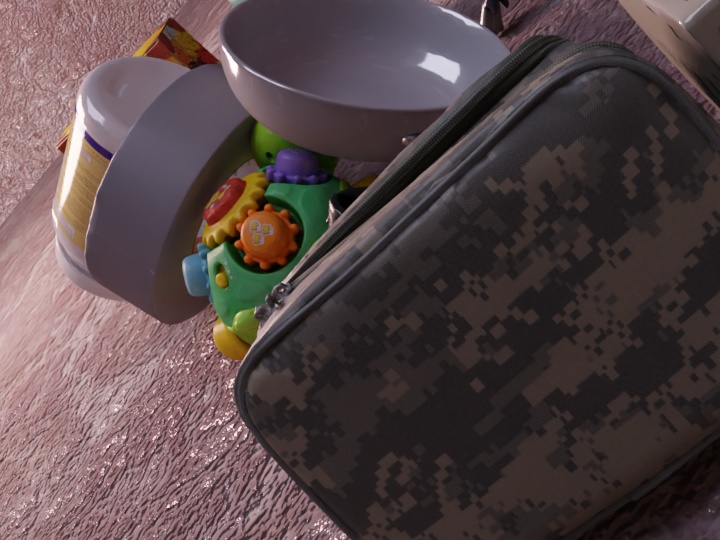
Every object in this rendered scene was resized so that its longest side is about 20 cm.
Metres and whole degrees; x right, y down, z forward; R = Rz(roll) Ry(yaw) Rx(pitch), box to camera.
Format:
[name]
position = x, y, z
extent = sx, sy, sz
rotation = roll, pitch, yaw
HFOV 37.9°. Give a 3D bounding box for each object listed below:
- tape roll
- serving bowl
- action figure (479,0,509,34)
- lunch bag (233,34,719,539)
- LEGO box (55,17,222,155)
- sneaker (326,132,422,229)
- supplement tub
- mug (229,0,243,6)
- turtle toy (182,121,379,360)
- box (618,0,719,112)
[tape roll]
position = -0.128, -0.059, 0.829
extent = 0.200, 0.066, 0.200
rotation = -55, -13, -20
[serving bowl]
position = 0.001, -0.128, 0.720
extent = 0.200, 0.200, 0.066
rotation = -84, 3, -55
[action figure]
position = 0.091, -0.245, 0.817
extent = 0.200, 0.102, 0.119
rotation = -4, 34, 25
[lunch bag]
position = 0.058, 0.009, 0.420
extent = 0.200, 0.139, 0.168
rotation = -43, 6, 14
[LEGO box]
position = -0.244, -0.178, 1.270
extent = 0.200, 0.149, 0.077
rotation = -39, 24, 23
[sneaker]
position = 0.000, 0.000, 0.593
extent = 0.200, 0.087, 0.074
rotation = -45, 22, 12
[supplement tub]
position = -0.209, -0.082, 0.986
extent = 0.145, 0.145, 0.200
rotation = -77, 11, -49
[mug]
position = -0.065, -0.335, 1.232
extent = 0.152, 0.114, 0.185
rotation = -47, 21, 8
[turtle toy]
position = -0.054, -0.036, 0.737
extent = 0.146, 0.101, 0.200
rotation = -28, 30, 42
[box]
position = 0.209, -0.142, 0.399
extent = 0.200, 0.109, 0.128
rotation = -42, 22, 16
